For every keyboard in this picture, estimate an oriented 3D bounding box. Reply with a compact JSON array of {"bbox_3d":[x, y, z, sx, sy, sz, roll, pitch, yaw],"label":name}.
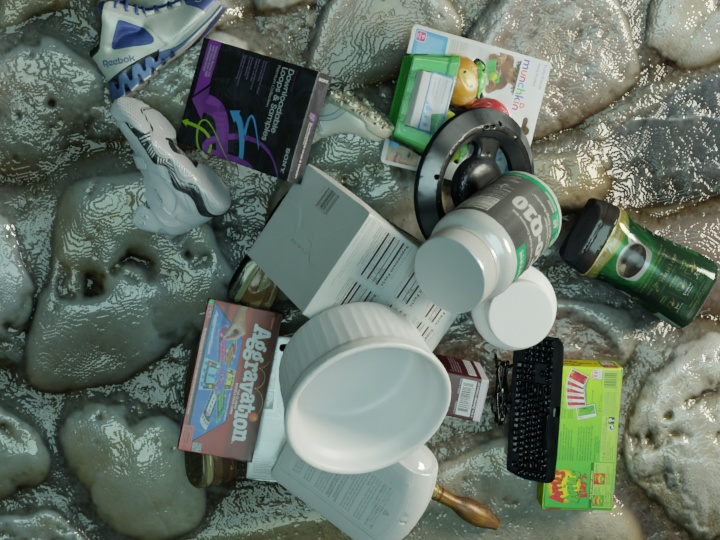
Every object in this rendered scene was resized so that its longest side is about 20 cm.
[{"bbox_3d":[0.220,0.187,1.567,0.103,0.039,0.203,7,97,35],"label":"keyboard"}]

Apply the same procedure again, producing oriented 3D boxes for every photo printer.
[{"bbox_3d":[-0.003,0.257,1.480,0.199,0.069,0.167,34,122,12],"label":"photo printer"}]

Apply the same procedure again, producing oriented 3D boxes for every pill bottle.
[{"bbox_3d":[0.193,0.041,1.491,0.111,0.200,0.114,0,97,-2],"label":"pill bottle"},{"bbox_3d":[0.152,-0.034,1.370,0.112,0.200,0.114,17,124,28],"label":"pill bottle"}]

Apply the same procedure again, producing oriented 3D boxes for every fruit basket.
[{"bbox_3d":[0.141,-0.209,1.514,0.198,0.094,0.188,14,96,-7],"label":"fruit basket"}]

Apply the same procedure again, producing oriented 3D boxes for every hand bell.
[{"bbox_3d":[0.112,0.312,1.591,0.199,0.104,0.105,29,96,-16],"label":"hand bell"}]

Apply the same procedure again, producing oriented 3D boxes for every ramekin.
[{"bbox_3d":[-0.002,0.133,1.346,0.198,0.098,0.202,-10,128,-13],"label":"ramekin"}]

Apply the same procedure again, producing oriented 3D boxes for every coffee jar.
[{"bbox_3d":[0.372,-0.012,1.547,0.198,0.085,0.105,29,99,-6],"label":"coffee jar"}]

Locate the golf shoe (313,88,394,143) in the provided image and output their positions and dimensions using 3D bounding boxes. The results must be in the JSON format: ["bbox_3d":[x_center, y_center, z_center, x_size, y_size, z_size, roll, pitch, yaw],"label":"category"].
[{"bbox_3d":[-0.050,-0.197,1.508,0.198,0.078,0.098,27,107,21],"label":"golf shoe"}]

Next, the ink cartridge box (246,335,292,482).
[{"bbox_3d":[-0.094,0.187,1.577,0.107,0.050,0.203,5,96,-1],"label":"ink cartridge box"}]

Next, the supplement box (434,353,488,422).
[{"bbox_3d":[0.066,0.144,1.546,0.197,0.109,0.062,12,98,-2],"label":"supplement box"}]

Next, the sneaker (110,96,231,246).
[{"bbox_3d":[-0.272,-0.124,1.501,0.115,0.075,0.200,-39,102,23],"label":"sneaker"}]

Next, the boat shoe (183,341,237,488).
[{"bbox_3d":[-0.199,0.194,1.572,0.067,0.072,0.203,1,89,-35],"label":"boat shoe"}]

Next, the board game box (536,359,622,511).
[{"bbox_3d":[0.303,0.228,1.594,0.100,0.048,0.203,2,97,-1],"label":"board game box"}]

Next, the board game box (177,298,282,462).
[{"bbox_3d":[-0.173,0.146,1.522,0.102,0.019,0.203,12,89,-13],"label":"board game box"}]

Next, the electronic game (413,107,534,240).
[{"bbox_3d":[0.149,-0.109,1.483,0.198,0.041,0.203,-11,109,-33],"label":"electronic game"}]

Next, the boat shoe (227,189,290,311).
[{"bbox_3d":[-0.102,-0.032,1.543,0.073,0.076,0.201,31,103,-10],"label":"boat shoe"}]

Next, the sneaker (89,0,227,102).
[{"bbox_3d":[-0.277,-0.320,1.493,0.199,0.081,0.115,-39,99,5],"label":"sneaker"}]

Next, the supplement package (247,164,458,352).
[{"bbox_3d":[0.000,0.000,1.451,0.199,0.191,0.148,33,95,-35],"label":"supplement package"}]

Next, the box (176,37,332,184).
[{"bbox_3d":[-0.140,-0.207,1.480,0.198,0.036,0.145,21,98,30],"label":"box"}]
